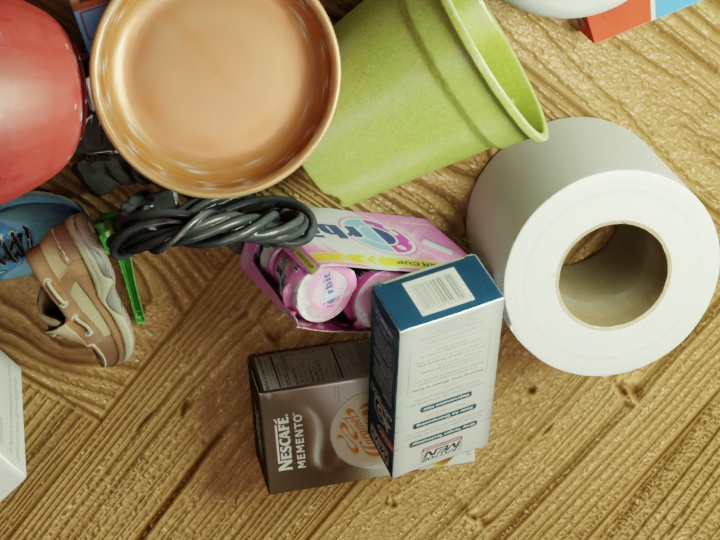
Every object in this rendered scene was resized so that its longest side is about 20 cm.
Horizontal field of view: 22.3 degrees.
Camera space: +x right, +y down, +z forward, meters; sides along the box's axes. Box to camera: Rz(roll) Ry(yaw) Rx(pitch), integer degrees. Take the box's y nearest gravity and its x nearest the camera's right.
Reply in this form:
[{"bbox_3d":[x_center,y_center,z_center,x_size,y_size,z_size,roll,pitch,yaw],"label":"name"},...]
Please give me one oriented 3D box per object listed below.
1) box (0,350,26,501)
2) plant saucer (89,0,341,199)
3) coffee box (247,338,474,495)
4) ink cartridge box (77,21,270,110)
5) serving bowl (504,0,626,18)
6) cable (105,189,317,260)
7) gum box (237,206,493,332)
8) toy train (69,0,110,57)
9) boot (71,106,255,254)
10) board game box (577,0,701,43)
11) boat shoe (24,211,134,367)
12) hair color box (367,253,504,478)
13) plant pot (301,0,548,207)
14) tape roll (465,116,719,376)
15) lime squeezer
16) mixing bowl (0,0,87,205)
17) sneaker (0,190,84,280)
[{"bbox_3d":[-0.403,0.150,1.568,0.200,0.199,0.131,-40,116,8],"label":"box"},{"bbox_3d":[-0.116,-0.158,1.464,0.200,0.037,0.200,-1,96,-5],"label":"plant saucer"},{"bbox_3d":[0.001,0.131,1.716,0.200,0.080,0.114,-9,116,-8],"label":"coffee box"},{"bbox_3d":[-0.137,-0.188,1.527,0.200,0.095,0.037,-16,114,-5],"label":"ink cartridge box"},{"bbox_3d":[0.183,-0.299,1.517,0.200,0.066,0.200,-5,116,-10],"label":"serving bowl"},{"bbox_3d":[-0.118,-0.032,1.470,0.163,0.200,0.051,4,97,4],"label":"cable"},{"bbox_3d":[0.000,0.000,1.602,0.200,0.114,0.066,4,116,-36],"label":"gum box"},{"bbox_3d":[-0.158,-0.256,1.502,0.200,0.087,0.114,-19,126,-5],"label":"toy train"},{"bbox_3d":[-0.172,-0.085,1.591,0.132,0.070,0.200,-13,128,12],"label":"boot"},{"bbox_3d":[0.240,-0.317,1.581,0.153,0.040,0.200,-22,117,-1],"label":"board game box"},{"bbox_3d":[-0.247,0.024,1.584,0.072,0.076,0.200,-25,146,-12],"label":"boat shoe"},{"bbox_3d":[0.062,0.085,1.583,0.100,0.061,0.200,-17,139,-17],"label":"hair color box"},{"bbox_3d":[0.030,-0.153,1.544,0.184,0.200,0.200,-29,118,15],"label":"plant pot"},{"bbox_3d":[0.208,-0.023,1.657,0.202,0.139,0.203,-5,115,-11],"label":"tape roll"},{"bbox_3d":[-0.214,-0.022,1.589,0.038,0.071,0.200,3,158,1],"label":"lime squeezer"},{"bbox_3d":[-0.288,-0.142,1.476,0.108,0.200,0.200,-8,117,-28],"label":"mixing bowl"},{"bbox_3d":[-0.327,-0.008,1.572,0.200,0.090,0.078,-14,117,-10],"label":"sneaker"}]
